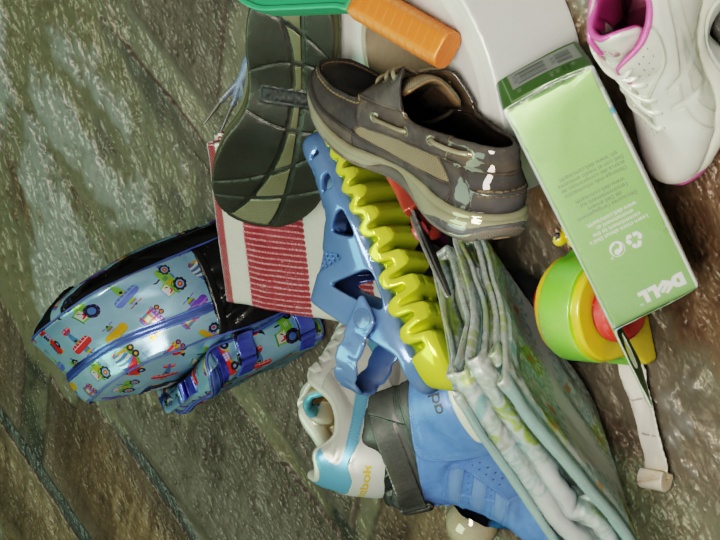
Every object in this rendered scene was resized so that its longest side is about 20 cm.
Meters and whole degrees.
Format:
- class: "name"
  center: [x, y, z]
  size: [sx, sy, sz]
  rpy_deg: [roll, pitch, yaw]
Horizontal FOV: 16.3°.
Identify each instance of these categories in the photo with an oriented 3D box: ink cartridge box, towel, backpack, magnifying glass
- class: "ink cartridge box"
  center: [0.150, -0.030, 1.493]
  size: [0.201, 0.059, 0.104]
  rpy_deg: [63, -174, -11]
- class: "towel"
  center: [-0.009, -0.024, 1.781]
  size: [0.199, 0.023, 0.145]
  rpy_deg: [9, 124, 21]
- class: "backpack"
  center: [-0.153, 0.045, 2.012]
  size: [0.135, 0.199, 0.182]
  rpy_deg: [64, 152, 3]
- class: "towel"
  center: [0.112, 0.086, 1.589]
  size: [0.200, 0.048, 0.171]
  rpy_deg: [55, -165, -28]
- class: "magnifying glass"
  center: [-0.014, -0.179, 1.590]
  size: [0.200, 0.022, 0.080]
  rpy_deg: [34, 99, 37]

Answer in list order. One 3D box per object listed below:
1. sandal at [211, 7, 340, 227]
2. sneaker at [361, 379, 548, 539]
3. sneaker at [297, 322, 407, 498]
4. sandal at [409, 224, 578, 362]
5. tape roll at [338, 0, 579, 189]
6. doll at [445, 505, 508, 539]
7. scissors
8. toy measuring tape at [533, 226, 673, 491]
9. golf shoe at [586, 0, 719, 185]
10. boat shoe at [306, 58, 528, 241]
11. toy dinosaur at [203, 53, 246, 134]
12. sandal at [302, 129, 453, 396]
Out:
- class: "sandal"
  center: [-0.047, -0.116, 1.698]
  size: [0.079, 0.057, 0.202]
  rpy_deg: [16, 121, 2]
- class: "sneaker"
  center: [0.076, 0.139, 1.707]
  size: [0.200, 0.111, 0.077]
  rpy_deg: [50, -151, -38]
- class: "sneaker"
  center: [-0.003, 0.075, 1.833]
  size: [0.077, 0.080, 0.201]
  rpy_deg: [107, 164, -46]
- class: "sandal"
  center: [0.076, 0.004, 1.704]
  size: [0.200, 0.048, 0.076]
  rpy_deg: [24, 148, 22]
- class: "tape roll"
  center: [0.057, -0.139, 1.625]
  size: [0.202, 0.071, 0.203]
  rpy_deg: [43, 146, 39]
- class: "doll"
  center: [0.089, 0.137, 1.809]
  size: [0.136, 0.048, 0.201]
  rpy_deg: [37, 144, 24]
- class: "scissors"
  center: [0.031, -0.034, 1.556]
  size: [0.073, 0.014, 0.200]
  rpy_deg: [60, -173, -12]
- class: "toy measuring tape"
  center: [0.153, 0.059, 1.604]
  size: [0.073, 0.073, 0.201]
  rpy_deg: [15, 123, 57]
- class: "golf shoe"
  center: [0.161, -0.126, 1.422]
  size: [0.075, 0.091, 0.201]
  rpy_deg: [39, 146, 41]
- class: "boat shoe"
  center: [0.040, -0.091, 1.552]
  size: [0.200, 0.074, 0.074]
  rpy_deg: [38, 127, 40]
- class: "toy dinosaur"
  center: [-0.041, -0.165, 1.778]
  size: [0.181, 0.200, 0.105]
  rpy_deg: [35, -172, -28]
- class: "sandal"
  center: [0.000, 0.000, 1.633]
  size: [0.087, 0.079, 0.201]
  rpy_deg: [-30, 68, 23]
